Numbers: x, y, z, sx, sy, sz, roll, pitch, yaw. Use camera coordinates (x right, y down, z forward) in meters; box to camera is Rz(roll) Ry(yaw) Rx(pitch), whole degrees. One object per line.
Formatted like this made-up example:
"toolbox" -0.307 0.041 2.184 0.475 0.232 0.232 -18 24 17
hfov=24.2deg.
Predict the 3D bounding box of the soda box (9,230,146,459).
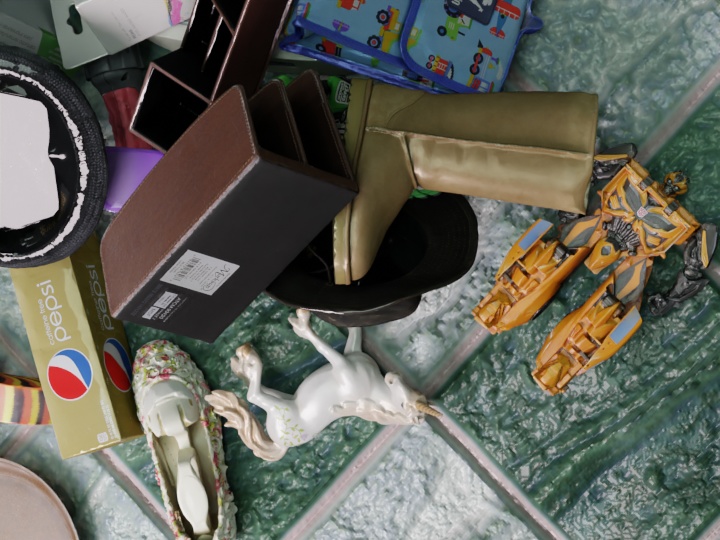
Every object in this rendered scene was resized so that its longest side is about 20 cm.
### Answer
"soda box" -0.252 0.060 1.494 0.063 0.068 0.202 -19 85 18

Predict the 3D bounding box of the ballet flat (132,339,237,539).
"ballet flat" -0.151 0.155 1.463 0.075 0.064 0.202 -19 85 1

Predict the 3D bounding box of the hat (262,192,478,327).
"hat" 0.000 0.000 1.387 0.198 0.201 0.082 9 130 18

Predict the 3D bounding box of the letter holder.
"letter holder" -0.113 -0.066 1.311 0.200 0.100 0.143 -44 47 32

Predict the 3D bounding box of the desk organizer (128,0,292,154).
"desk organizer" -0.115 -0.188 1.355 0.071 0.077 0.201 33 123 14

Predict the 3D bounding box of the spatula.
"spatula" -0.131 -0.076 1.423 0.198 0.021 0.057 1 85 13

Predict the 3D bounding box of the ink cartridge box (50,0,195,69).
"ink cartridge box" -0.185 -0.265 1.428 0.198 0.068 0.117 -24 53 7

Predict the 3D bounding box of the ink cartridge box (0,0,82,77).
"ink cartridge box" -0.361 -0.165 1.480 0.200 0.144 0.084 -44 64 14

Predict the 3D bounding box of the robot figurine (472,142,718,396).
"robot figurine" 0.191 -0.003 1.349 0.145 0.058 0.200 45 104 12

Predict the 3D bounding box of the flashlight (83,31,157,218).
"flashlight" -0.203 -0.111 1.472 0.067 0.067 0.202 -12 92 58

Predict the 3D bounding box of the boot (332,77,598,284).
"boot" 0.081 -0.066 1.308 0.197 0.066 0.177 7 79 2

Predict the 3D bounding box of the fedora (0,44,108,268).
"fedora" -0.294 -0.107 1.426 0.198 0.092 0.203 2 116 4

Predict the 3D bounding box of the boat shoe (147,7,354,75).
"boat shoe" -0.088 -0.214 1.442 0.198 0.070 0.072 8 83 14

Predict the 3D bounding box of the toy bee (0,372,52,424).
"toy bee" -0.372 0.116 1.515 0.198 0.109 0.132 -14 88 18

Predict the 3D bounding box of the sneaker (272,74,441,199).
"sneaker" 0.008 -0.115 1.384 0.198 0.085 0.079 7 62 17

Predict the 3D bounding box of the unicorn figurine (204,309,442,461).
"unicorn figurine" -0.026 0.096 1.425 0.199 0.074 0.138 -33 89 31

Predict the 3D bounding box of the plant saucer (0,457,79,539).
"plant saucer" -0.338 0.270 1.545 0.198 0.032 0.203 0 91 18

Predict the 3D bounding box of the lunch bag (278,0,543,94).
"lunch bag" 0.053 -0.227 1.367 0.198 0.094 0.152 18 82 -9
